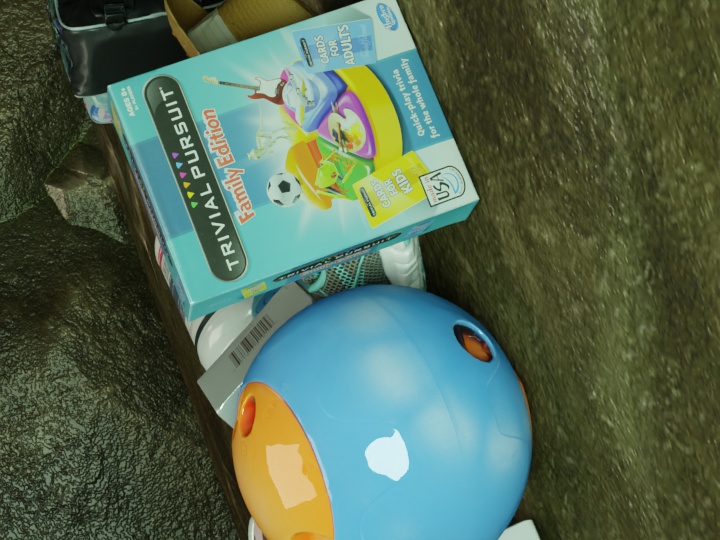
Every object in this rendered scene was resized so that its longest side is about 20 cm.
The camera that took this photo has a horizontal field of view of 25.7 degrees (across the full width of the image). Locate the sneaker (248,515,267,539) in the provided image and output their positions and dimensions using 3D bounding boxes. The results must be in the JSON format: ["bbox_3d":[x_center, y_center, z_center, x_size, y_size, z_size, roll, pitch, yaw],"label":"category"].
[{"bbox_3d":[-0.043,0.158,1.304,0.115,0.075,0.203,0,98,53],"label":"sneaker"}]

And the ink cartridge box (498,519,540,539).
[{"bbox_3d":[0.091,0.295,1.096,0.086,0.146,0.202,101,146,-79],"label":"ink cartridge box"}]

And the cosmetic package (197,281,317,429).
[{"bbox_3d":[-0.013,0.116,1.181,0.200,0.113,0.081,42,179,-20],"label":"cosmetic package"}]

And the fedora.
[{"bbox_3d":[-0.051,-0.147,1.128,0.201,0.082,0.201,45,-169,-11],"label":"fedora"}]

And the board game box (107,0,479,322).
[{"bbox_3d":[-0.044,-0.075,1.011,0.047,0.198,0.152,120,128,-73],"label":"board game box"}]

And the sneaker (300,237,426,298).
[{"bbox_3d":[0.000,0.000,1.132,0.201,0.090,0.078,77,-170,-52],"label":"sneaker"}]

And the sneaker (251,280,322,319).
[{"bbox_3d":[-0.027,0.045,1.320,0.131,0.079,0.200,48,-174,-15],"label":"sneaker"}]

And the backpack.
[{"bbox_3d":[-0.215,-0.245,1.525,0.201,0.175,0.152,-117,20,-45],"label":"backpack"}]

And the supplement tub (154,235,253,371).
[{"bbox_3d":[-0.111,0.024,1.562,0.141,0.139,0.201,89,157,-54],"label":"supplement tub"}]

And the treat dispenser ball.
[{"bbox_3d":[0.014,0.111,1.038,0.201,0.199,0.203,160,90,-77],"label":"treat dispenser ball"}]
